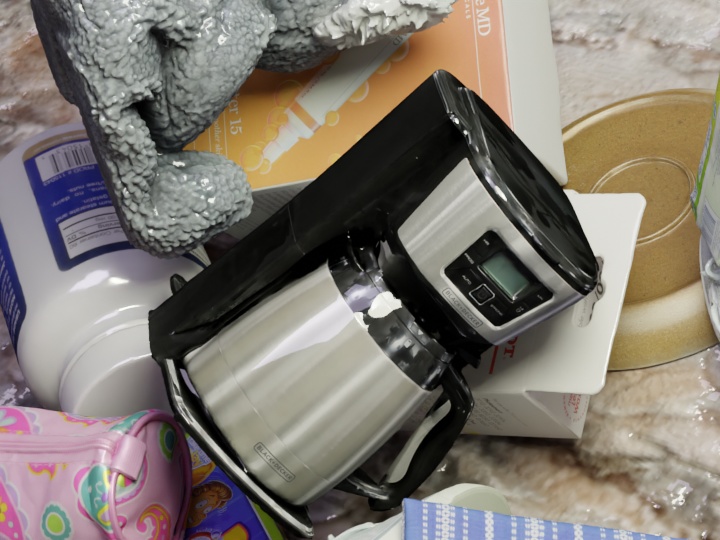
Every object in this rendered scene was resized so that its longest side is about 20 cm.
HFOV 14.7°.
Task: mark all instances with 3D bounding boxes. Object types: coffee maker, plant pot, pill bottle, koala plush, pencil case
[{"bbox_3d":[0.000,0.000,1.374,0.200,0.135,0.192,-39,49,10],"label":"coffee maker"},{"bbox_3d":[0.154,-0.031,1.514,0.200,0.028,0.200,-16,43,15],"label":"plant pot"},{"bbox_3d":[-0.138,0.019,1.555,0.119,0.120,0.200,-27,42,2],"label":"pill bottle"},{"bbox_3d":[-0.062,-0.142,1.435,0.200,0.184,0.178,-21,52,-8],"label":"koala plush"},{"bbox_3d":[-0.185,0.110,1.448,0.200,0.088,0.088,2,50,29],"label":"pencil case"}]

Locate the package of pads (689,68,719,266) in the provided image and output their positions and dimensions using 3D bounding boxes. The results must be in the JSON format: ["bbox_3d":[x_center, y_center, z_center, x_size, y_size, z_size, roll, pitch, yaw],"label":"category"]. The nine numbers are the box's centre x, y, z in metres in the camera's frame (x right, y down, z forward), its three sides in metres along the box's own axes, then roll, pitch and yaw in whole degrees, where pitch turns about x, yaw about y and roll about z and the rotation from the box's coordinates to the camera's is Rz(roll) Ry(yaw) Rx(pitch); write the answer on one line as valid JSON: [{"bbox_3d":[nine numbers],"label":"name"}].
[{"bbox_3d":[0.269,-0.075,1.346,0.199,0.155,0.068,-2,43,-7],"label":"package of pads"}]

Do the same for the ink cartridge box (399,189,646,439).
[{"bbox_3d":[0.063,0.022,1.453,0.200,0.068,0.115,1,66,34],"label":"ink cartridge box"}]

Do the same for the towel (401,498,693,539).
[{"bbox_3d":[0.116,0.170,1.267,0.199,0.024,0.145,9,45,-7],"label":"towel"}]

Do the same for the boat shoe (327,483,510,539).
[{"bbox_3d":[0.001,0.149,1.335,0.071,0.070,0.201,5,18,33],"label":"boat shoe"}]

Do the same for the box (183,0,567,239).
[{"bbox_3d":[0.001,-0.100,1.537,0.200,0.097,0.125,-10,75,19],"label":"box"}]

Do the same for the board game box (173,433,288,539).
[{"bbox_3d":[-0.090,0.180,1.425,0.134,0.045,0.200,-31,42,-2],"label":"board game box"}]

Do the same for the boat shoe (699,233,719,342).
[{"bbox_3d":[0.214,0.030,1.378,0.074,0.065,0.202,-16,49,5],"label":"boat shoe"}]
